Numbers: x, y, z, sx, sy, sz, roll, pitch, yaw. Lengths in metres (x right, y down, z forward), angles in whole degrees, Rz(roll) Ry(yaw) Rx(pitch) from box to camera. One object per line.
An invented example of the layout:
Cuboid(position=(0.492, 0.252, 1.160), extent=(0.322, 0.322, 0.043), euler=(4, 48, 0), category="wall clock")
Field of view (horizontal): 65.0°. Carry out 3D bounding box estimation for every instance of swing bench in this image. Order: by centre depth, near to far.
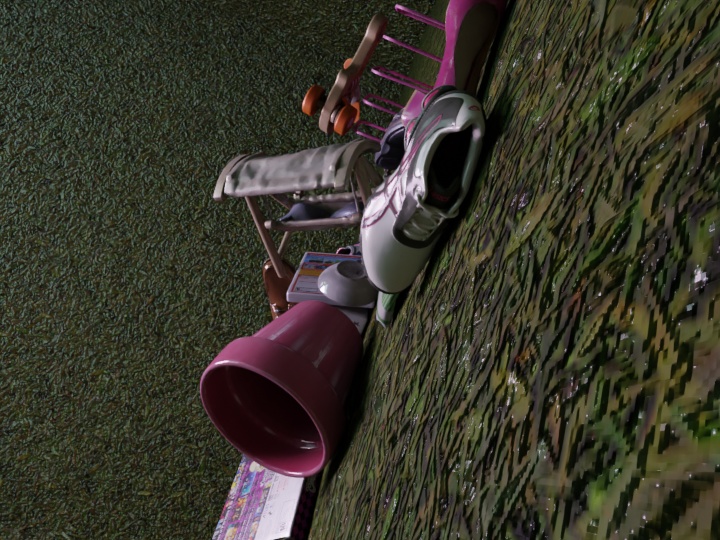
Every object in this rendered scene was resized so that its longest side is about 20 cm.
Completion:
Cuboid(position=(-0.060, -0.098, 0.798), extent=(0.201, 0.196, 0.131), euler=(59, -140, -48), category="swing bench")

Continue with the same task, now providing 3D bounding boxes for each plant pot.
Cuboid(position=(-0.089, 0.144, 0.776), extent=(0.179, 0.198, 0.201), euler=(-53, -11, -46), category="plant pot")

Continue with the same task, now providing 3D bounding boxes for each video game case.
Cuboid(position=(-0.138, 0.341, 0.869), extent=(0.180, 0.036, 0.201), euler=(-29, 26, 27), category="video game case")
Cuboid(position=(-0.041, 0.012, 0.984), extent=(0.200, 0.141, 0.018), euler=(-80, -6, -68), category="video game case")

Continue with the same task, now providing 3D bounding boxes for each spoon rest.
Cuboid(position=(0.000, 0.000, 0.929), extent=(0.200, 0.098, 0.061), euler=(-53, -21, -51), category="spoon rest")

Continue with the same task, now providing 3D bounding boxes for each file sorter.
Cuboid(position=(0.078, -0.301, 0.900), extent=(0.139, 0.124, 0.202), euler=(-78, 8, -68), category="file sorter")

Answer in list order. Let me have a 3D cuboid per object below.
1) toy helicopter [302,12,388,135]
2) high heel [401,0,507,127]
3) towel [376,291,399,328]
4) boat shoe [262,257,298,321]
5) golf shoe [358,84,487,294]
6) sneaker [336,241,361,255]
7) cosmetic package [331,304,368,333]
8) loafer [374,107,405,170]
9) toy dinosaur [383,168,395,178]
Cuboid(position=(-0.009, -0.314, 0.915), extent=(0.202, 0.078, 0.132), euler=(-60, -5, 11), category="toy helicopter")
Cuboid(position=(0.117, -0.219, 0.575), extent=(0.201, 0.067, 0.096), euler=(-56, 40, 9), category="high heel")
Cuboid(position=(0.063, -0.050, 0.656), extent=(0.153, 0.023, 0.202), euler=(-78, 9, -55), category="towel")
Cuboid(position=(-0.124, 0.073, 1.015), extent=(0.068, 0.071, 0.202), euler=(-82, -26, -65), category="boat shoe")
Cuboid(position=(0.050, -0.060, 0.499), extent=(0.088, 0.076, 0.202), euler=(-95, 23, -64), category="golf shoe")
Cuboid(position=(-0.008, -0.038, 1.203), extent=(0.200, 0.081, 0.071), euler=(-81, 11, -72), category="sneaker")
Cuboid(position=(-0.036, 0.082, 1.001), extent=(0.200, 0.080, 0.114), euler=(-79, 7, -72), category="cosmetic package")
Cuboid(position=(0.065, -0.191, 0.754), extent=(0.200, 0.071, 0.064), euler=(157, 121, -73), category="loafer")
Cuboid(position=(0.058, -0.160, 1.162), extent=(0.201, 0.047, 0.089), euler=(108, 172, -51), category="toy dinosaur")
